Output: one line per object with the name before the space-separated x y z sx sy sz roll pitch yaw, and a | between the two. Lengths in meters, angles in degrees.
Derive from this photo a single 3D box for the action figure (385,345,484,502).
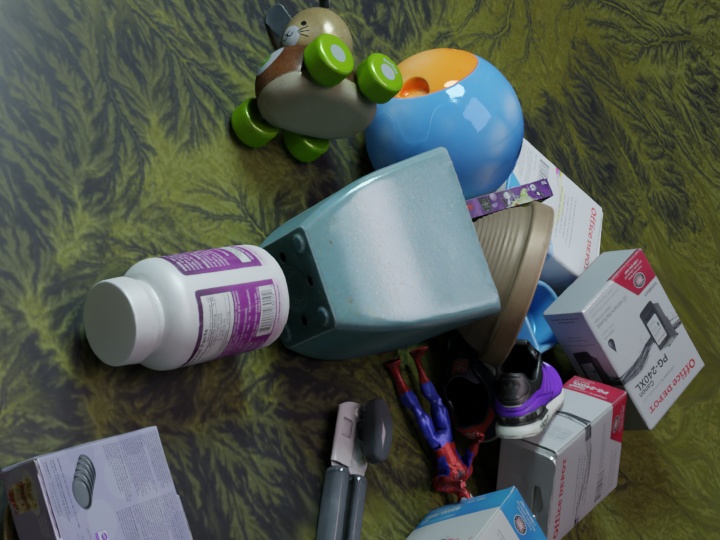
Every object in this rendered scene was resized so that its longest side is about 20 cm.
action figure | 0.103 0.191 1.553 0.065 0.099 0.202 -22 92 -27

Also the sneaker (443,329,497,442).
sneaker | 0.135 0.112 1.630 0.084 0.074 0.202 15 61 -58

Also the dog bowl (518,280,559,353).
dog bowl | 0.206 0.075 1.749 0.199 0.049 0.112 -21 89 -48

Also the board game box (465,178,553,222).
board game box | 0.130 -0.063 1.616 0.199 0.120 0.033 -17 77 -34

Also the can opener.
can opener | -0.006 0.234 1.440 0.053 0.067 0.202 30 53 -33

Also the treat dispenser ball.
treat dispenser ball | 0.105 -0.175 1.638 0.200 0.200 0.203 21 58 -39

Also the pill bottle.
pill bottle | -0.175 0.039 1.317 0.199 0.112 0.113 -9 80 -48

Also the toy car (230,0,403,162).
toy car | -0.065 -0.260 1.541 0.157 0.164 0.202 13 54 -43

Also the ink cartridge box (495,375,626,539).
ink cartridge box | 0.252 0.242 1.653 0.199 0.083 0.147 -26 126 -49

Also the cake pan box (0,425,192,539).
cake pan box | -0.223 0.253 1.184 0.184 0.052 0.202 -11 81 -63

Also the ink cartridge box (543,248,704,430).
ink cartridge box | 0.359 0.095 1.769 0.145 0.083 0.201 -42 108 -29

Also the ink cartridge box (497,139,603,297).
ink cartridge box | 0.243 -0.071 1.827 0.199 0.084 0.146 36 51 -29

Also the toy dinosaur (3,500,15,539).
toy dinosaur | -0.292 0.295 1.136 0.202 0.058 0.101 65 26 -10

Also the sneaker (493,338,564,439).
sneaker | 0.205 0.127 1.601 0.200 0.069 0.101 -43 126 -69

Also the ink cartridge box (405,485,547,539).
ink cartridge box | 0.112 0.367 1.447 0.200 0.144 0.148 -39 101 -48

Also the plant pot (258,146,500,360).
plant pot | 0.000 0.000 1.470 0.199 0.196 0.198 -17 85 -36

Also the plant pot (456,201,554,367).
plant pot | 0.153 0.005 1.550 0.092 0.202 0.202 20 53 -1
